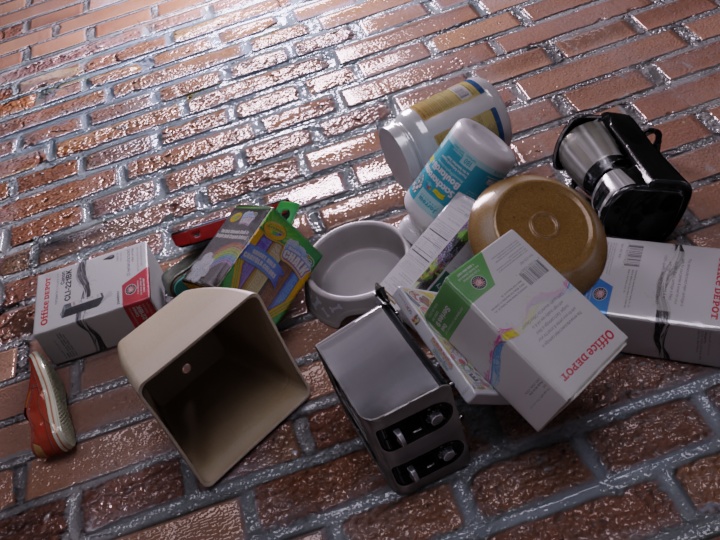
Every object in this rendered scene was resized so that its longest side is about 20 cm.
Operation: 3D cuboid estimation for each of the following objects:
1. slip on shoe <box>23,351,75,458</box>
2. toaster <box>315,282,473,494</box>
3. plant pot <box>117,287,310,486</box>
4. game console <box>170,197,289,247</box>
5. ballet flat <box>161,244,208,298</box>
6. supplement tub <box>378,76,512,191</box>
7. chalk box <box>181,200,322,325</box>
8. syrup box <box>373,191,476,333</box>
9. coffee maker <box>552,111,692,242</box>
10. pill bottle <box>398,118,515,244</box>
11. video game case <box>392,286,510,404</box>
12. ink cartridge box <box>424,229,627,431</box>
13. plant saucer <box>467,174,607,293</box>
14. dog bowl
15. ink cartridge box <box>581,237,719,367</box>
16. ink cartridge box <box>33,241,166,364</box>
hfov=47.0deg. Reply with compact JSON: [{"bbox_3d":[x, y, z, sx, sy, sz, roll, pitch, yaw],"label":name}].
[{"bbox_3d":[-0.486,0.201,1.264,0.061,0.074,0.201,-27,49,-6],"label":"slip on shoe"},{"bbox_3d":[0.040,0.158,1.060,0.118,0.182,0.200,-28,45,-9],"label":"toaster"},{"bbox_3d":[-0.226,0.138,1.166,0.199,0.201,0.176,-40,38,-23],"label":"plant pot"},{"bbox_3d":[-0.220,-0.089,1.432,0.198,0.031,0.177,-16,11,1],"label":"game console"},{"bbox_3d":[-0.252,-0.026,1.417,0.199,0.068,0.064,-34,42,-16],"label":"ballet flat"},{"bbox_3d":[0.147,-0.234,1.440,0.199,0.145,0.145,-26,45,-10],"label":"supplement tub"},{"bbox_3d":[-0.156,-0.021,1.291,0.124,0.124,0.201,9,60,54],"label":"chalk box"},{"bbox_3d":[0.121,-0.008,1.214,0.200,0.079,0.081,-50,35,0],"label":"syrup box"},{"bbox_3d":[0.422,-0.150,1.281,0.190,0.135,0.201,-17,44,-1],"label":"coffee maker"},{"bbox_3d":[0.142,-0.126,1.286,0.201,0.110,0.111,-55,39,23],"label":"pill bottle"},{"bbox_3d":[0.153,0.099,1.078,0.023,0.199,0.182,-52,52,24],"label":"video game case"},{"bbox_3d":[0.200,0.070,1.004,0.200,0.088,0.145,44,51,17],"label":"ink cartridge box"},{"bbox_3d":[0.248,-0.054,1.132,0.198,0.036,0.202,3,63,-6],"label":"plant saucer"},{"bbox_3d":[0.000,0.000,1.318,0.198,0.059,0.201,-9,44,9],"label":"dog bowl"},{"bbox_3d":[0.408,0.040,1.132,0.198,0.085,0.145,8,50,25],"label":"ink cartridge box"},{"bbox_3d":[-0.433,0.053,1.380,0.198,0.084,0.145,-18,45,0],"label":"ink cartridge box"}]
